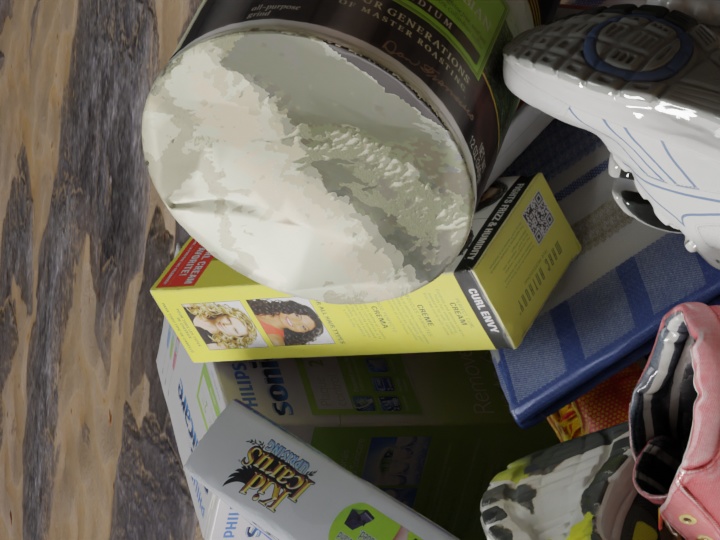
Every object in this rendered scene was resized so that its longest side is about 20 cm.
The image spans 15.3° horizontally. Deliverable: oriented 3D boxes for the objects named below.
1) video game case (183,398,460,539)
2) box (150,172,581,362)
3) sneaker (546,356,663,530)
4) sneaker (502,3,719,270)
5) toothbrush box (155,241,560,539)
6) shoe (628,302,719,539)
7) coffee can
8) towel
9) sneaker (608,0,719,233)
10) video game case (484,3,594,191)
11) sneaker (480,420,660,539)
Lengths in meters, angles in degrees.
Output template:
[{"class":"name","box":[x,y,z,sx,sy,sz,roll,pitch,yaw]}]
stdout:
[{"class":"video game case","box":[0.034,0.154,1.239,0.046,0.200,0.181,-53,41,-7]},{"class":"box","box":[0.000,0.000,1.248,0.199,0.075,0.050,-3,128,41]},{"class":"sneaker","box":[0.101,0.048,1.279,0.073,0.077,0.201,112,151,-51]},{"class":"sneaker","box":[0.136,-0.044,1.061,0.199,0.074,0.087,28,133,33]},{"class":"toothbrush box","box":[0.008,0.061,1.372,0.146,0.199,0.086,-110,26,-49]},{"class":"shoe","box":[0.151,0.099,1.093,0.072,0.090,0.201,-120,34,-58]},{"class":"coffee can","box":[0.006,-0.105,1.166,0.147,0.146,0.200,109,-177,-46]},{"class":"towel","box":[0.104,-0.038,1.247,0.147,0.024,0.201,-35,48,23]},{"class":"sneaker","box":[0.153,-0.118,1.128,0.081,0.075,0.201,-73,1,-61]},{"class":"video game case","box":[0.019,-0.082,1.285,0.200,0.143,0.017,13,143,51]},{"class":"sneaker","box":[0.094,0.136,1.117,0.085,0.074,0.200,64,-161,-19]}]
